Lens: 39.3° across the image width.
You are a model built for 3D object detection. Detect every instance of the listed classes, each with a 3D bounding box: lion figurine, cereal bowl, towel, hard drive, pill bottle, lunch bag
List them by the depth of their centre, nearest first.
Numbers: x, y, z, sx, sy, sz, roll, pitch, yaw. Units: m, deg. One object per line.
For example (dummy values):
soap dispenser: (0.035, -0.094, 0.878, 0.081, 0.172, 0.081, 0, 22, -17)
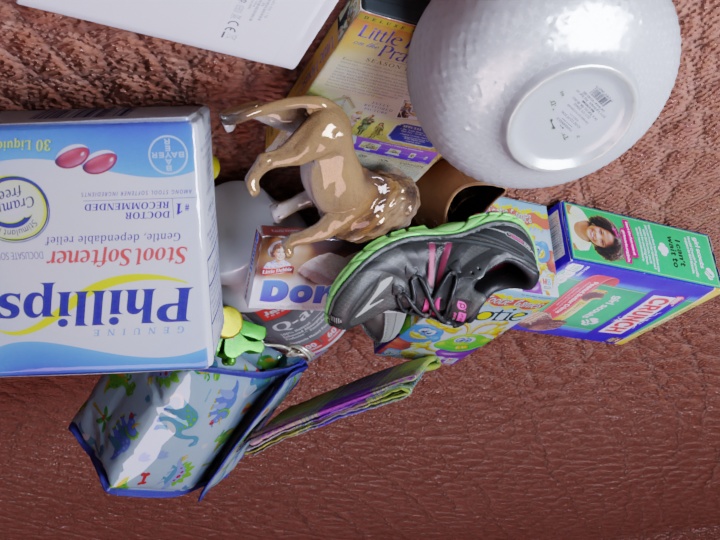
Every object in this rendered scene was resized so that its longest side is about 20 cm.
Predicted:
hard drive: (-0.114, -0.200, 0.669, 0.200, 0.025, 0.132, 9, 152, -24)
cereal bowl: (0.135, -0.131, 0.712, 0.200, 0.083, 0.200, -8, 138, -7)
lion figurine: (-0.026, -0.082, 0.804, 0.122, 0.073, 0.200, -22, 147, 4)
pill bottle: (-0.088, 0.000, 0.985, 0.116, 0.116, 0.200, -11, 154, 16)
lunch bag: (-0.165, 0.142, 1.041, 0.200, 0.127, 0.170, 18, 113, -52)
towel: (-0.017, 0.139, 1.060, 0.200, 0.023, 0.144, -23, 180, 15)

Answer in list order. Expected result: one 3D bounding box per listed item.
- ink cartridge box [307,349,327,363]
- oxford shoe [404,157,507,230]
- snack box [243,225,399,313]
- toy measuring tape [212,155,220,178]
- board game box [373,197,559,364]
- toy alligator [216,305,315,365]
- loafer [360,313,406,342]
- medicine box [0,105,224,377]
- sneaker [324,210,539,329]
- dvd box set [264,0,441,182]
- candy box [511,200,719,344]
ink cartridge box: (-0.142, 0.099, 1.131, 0.200, 0.042, 0.119, -31, 135, -8)
oxford shoe: (0.068, -0.060, 0.932, 0.071, 0.071, 0.200, 9, 154, -27)
snack box: (-0.002, 0.001, 0.904, 0.200, 0.024, 0.072, 3, 117, -22)
toy measuring tape: (-0.206, -0.044, 0.900, 0.200, 0.074, 0.074, -37, 145, 13)
board game box: (0.101, 0.013, 1.047, 0.105, 0.103, 0.200, 9, 152, -24)
toy alligator: (-0.132, 0.063, 0.934, 0.200, 0.054, 0.059, 29, 162, -26)
loafer: (0.000, 0.000, 0.978, 0.070, 0.070, 0.200, 28, 145, 37)
medicine box: (-0.209, -0.027, 0.810, 0.182, 0.200, 0.103, -2, -164, -2)
sneaker: (0.064, 0.009, 0.861, 0.200, 0.084, 0.077, -19, 148, -11)
dvd box set: (0.024, -0.140, 0.802, 0.146, 0.029, 0.200, 8, 153, -22)
candy box: (0.252, 0.010, 1.088, 0.200, 0.077, 0.169, 8, 152, -25)
